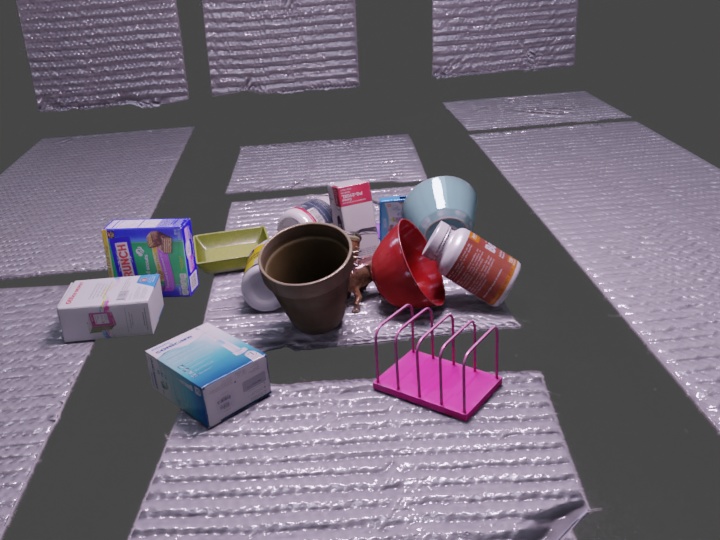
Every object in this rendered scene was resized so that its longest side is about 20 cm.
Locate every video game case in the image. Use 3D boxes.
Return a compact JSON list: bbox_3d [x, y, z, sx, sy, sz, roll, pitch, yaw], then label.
[{"bbox_3d":[0.146,-0.136,2.029,0.195,0.145,0.018,-5,46,-3],"label":"video game case"}]

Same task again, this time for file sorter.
[{"bbox_3d":[0.136,0.153,1.401,0.197,0.128,0.138,14,29,34],"label":"file sorter"}]

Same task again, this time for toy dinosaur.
[{"bbox_3d":[0.000,0.000,1.749,0.085,0.139,0.198,18,31,41],"label":"toy dinosaur"}]

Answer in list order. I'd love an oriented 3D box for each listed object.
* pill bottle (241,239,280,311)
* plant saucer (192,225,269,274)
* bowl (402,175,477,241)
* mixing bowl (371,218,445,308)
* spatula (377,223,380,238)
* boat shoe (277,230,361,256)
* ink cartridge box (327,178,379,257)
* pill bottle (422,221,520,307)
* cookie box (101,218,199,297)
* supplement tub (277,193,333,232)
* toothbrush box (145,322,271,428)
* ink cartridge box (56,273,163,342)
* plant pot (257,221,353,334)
[{"bbox_3d":[-0.211,0.002,1.804,0.109,0.115,0.201,-4,24,0],"label":"pill bottle"},{"bbox_3d":[-0.328,-0.048,2.014,0.195,0.049,0.200,-9,24,-11],"label":"plant saucer"},{"bbox_3d":[0.206,-0.124,1.962,0.195,0.204,0.106,-5,44,-2],"label":"bowl"},{"bbox_3d":[0.092,0.004,1.703,0.107,0.202,0.201,-26,15,23],"label":"mixing bowl"},{"bbox_3d":[0.019,-0.079,2.066,0.055,0.021,0.200,5,26,16],"label":"spatula"},{"bbox_3d":[-0.096,-0.055,1.786,0.195,0.076,0.076,3,-2,8],"label":"boat shoe"},{"bbox_3d":[-0.015,-0.111,1.889,0.082,0.205,0.145,-11,11,-11],"label":"ink cartridge box"},{"bbox_3d":[0.236,-0.018,1.684,0.197,0.113,0.113,31,27,-1],"label":"pill bottle"},{"bbox_3d":[-0.494,-0.029,1.847,0.195,0.175,0.075,-1,20,7],"label":"cookie box"},{"bbox_3d":[-0.104,-0.114,2.012,0.138,0.144,0.198,16,30,37],"label":"supplement tub"},{"bbox_3d":[-0.281,0.186,1.439,0.145,0.087,0.198,-25,32,-38],"label":"toothbrush box"},{"bbox_3d":[-0.544,0.080,1.717,0.195,0.087,0.145,-3,23,-2],"label":"ink cartridge box"},{"bbox_3d":[-0.100,0.030,1.621,0.195,0.176,0.202,-6,39,5],"label":"plant pot"}]
